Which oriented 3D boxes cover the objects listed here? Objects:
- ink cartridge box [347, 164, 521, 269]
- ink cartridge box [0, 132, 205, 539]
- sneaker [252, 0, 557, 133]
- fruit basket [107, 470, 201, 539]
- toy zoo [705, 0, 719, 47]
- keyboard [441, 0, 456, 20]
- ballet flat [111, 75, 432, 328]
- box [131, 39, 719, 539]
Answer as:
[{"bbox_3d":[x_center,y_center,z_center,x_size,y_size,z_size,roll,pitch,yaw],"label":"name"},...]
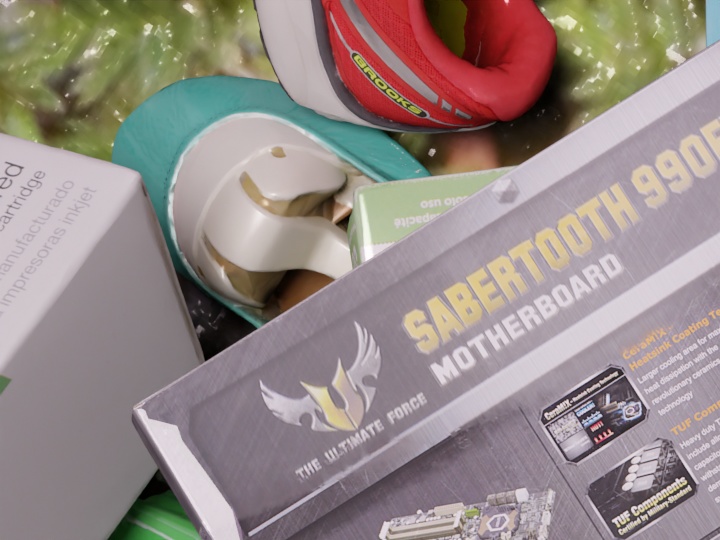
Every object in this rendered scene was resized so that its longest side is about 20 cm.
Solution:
[{"bbox_3d":[0.080,0.072,0.704,0.145,0.048,0.201,-7,81,-2],"label":"ink cartridge box"},{"bbox_3d":[-0.163,0.027,0.735,0.200,0.088,0.145,16,53,28],"label":"ink cartridge box"},{"bbox_3d":[0.008,-0.126,0.744,0.085,0.077,0.200,9,131,40],"label":"sneaker"},{"bbox_3d":[-0.003,0.152,0.758,0.200,0.094,0.186,34,99,22],"label":"fruit basket"},{"bbox_3d":[0.155,-0.057,0.747,0.131,0.020,0.201,-3,84,23],"label":"toy zoo"},{"bbox_3d":[0.040,-0.177,0.809,0.104,0.040,0.201,-26,76,44],"label":"keyboard"},{"bbox_3d":[0.000,0.000,0.783,0.200,0.070,0.067,33,99,23],"label":"ballet flat"},{"bbox_3d":[0.071,0.048,0.659,0.200,0.048,0.159,-33,83,-6],"label":"box"}]
